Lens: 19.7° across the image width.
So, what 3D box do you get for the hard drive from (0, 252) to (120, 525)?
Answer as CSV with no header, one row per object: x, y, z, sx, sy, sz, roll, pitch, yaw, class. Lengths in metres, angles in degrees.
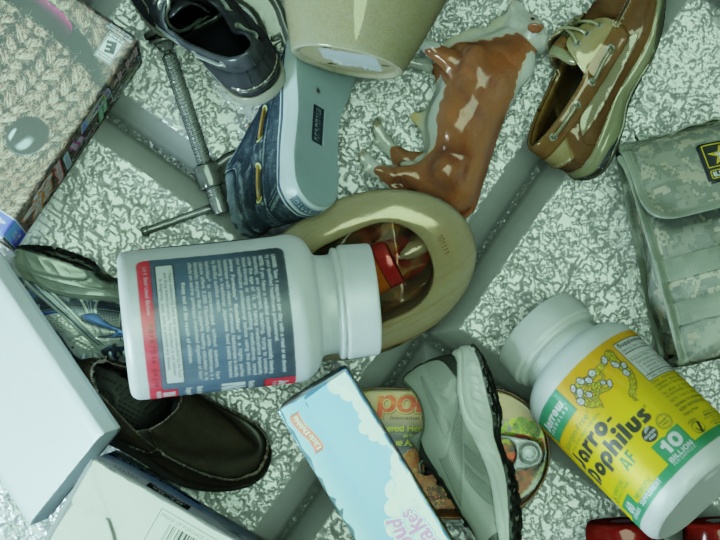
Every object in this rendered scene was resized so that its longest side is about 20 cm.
-0.286,0.090,1.693,0.200,0.027,0.132,54,127,18,hard drive

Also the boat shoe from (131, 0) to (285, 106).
-0.135,-0.216,1.710,0.073,0.063,0.200,-41,60,-5,boat shoe

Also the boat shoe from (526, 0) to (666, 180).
0.196,-0.178,1.737,0.074,0.076,0.200,18,88,-23,boat shoe

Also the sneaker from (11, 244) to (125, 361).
-0.204,0.046,1.742,0.200,0.077,0.085,20,98,7,sneaker

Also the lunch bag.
0.311,-0.033,1.727,0.164,0.118,0.200,-13,83,-1,lunch bag

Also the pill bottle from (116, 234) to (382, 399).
-0.087,0.034,1.637,0.200,0.120,0.120,-6,89,-5,pill bottle

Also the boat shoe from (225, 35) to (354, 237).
-0.064,-0.124,1.726,0.071,0.091,0.200,32,51,-36,boat shoe

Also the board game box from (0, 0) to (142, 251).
-0.301,-0.145,1.716,0.159,0.097,0.200,33,83,0,board game box

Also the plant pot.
0.009,-0.263,1.677,0.187,0.187,0.200,12,82,-1,plant pot

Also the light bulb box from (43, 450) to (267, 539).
-0.154,0.247,1.667,0.198,0.200,0.125,30,87,0,light bulb box

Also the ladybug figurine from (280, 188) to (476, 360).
0.000,0.000,1.729,0.200,0.072,0.136,-20,105,7,ladybug figurine

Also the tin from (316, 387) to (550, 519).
0.059,0.153,1.755,0.200,0.042,0.112,1,93,-1,tin

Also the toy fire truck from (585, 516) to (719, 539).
0.263,0.264,1.690,0.200,0.168,0.112,-1,88,-1,toy fire truck

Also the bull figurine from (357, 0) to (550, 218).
0.080,-0.145,1.749,0.121,0.065,0.200,19,86,3,bull figurine

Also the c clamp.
-0.126,-0.145,1.763,0.171,0.027,0.200,-13,89,-1,c clamp

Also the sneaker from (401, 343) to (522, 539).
0.087,0.165,1.708,0.079,0.074,0.200,-14,83,8,sneaker

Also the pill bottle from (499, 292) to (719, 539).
0.211,0.114,1.701,0.113,0.113,0.200,-43,68,-2,pill bottle

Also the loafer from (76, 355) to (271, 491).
-0.158,0.127,1.707,0.200,0.071,0.073,22,64,-21,loafer

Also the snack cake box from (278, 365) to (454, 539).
0.013,0.178,1.678,0.067,0.115,0.200,-31,90,-2,snack cake box
